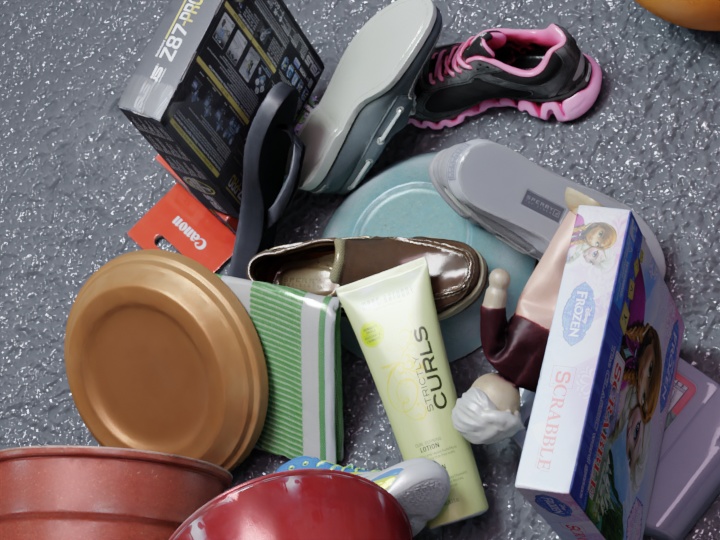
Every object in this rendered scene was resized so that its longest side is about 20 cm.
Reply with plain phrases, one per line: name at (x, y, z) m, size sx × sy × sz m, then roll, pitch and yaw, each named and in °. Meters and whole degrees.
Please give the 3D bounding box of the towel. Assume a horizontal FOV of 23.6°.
towel at (-0.103, 0.075, 1.416) m, size 0.198 × 0.023 × 0.154 m, roll 10°, pitch 113°, yaw 27°

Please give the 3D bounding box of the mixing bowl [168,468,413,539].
mixing bowl at (-0.042, 0.252, 1.226) m, size 0.199 × 0.201 × 0.109 m, roll -31°, pitch 40°, yaw 5°

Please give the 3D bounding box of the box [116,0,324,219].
box at (-0.108, -0.153, 1.417) m, size 0.049 × 0.200 × 0.162 m, roll 18°, pitch 76°, yaw 23°

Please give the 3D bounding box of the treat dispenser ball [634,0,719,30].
treat dispenser ball at (0.285, -0.293, 1.377) m, size 0.199 × 0.201 × 0.203 m, roll -9°, pitch 62°, yaw 18°

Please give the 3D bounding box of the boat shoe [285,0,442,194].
boat shoe at (0.013, -0.146, 1.464) m, size 0.201 × 0.061 × 0.073 m, roll -53°, pitch 43°, yaw 21°

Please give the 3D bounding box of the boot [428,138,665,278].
boot at (0.146, -0.044, 1.373) m, size 0.199 × 0.096 × 0.074 m, roll 33°, pitch 87°, yaw -14°

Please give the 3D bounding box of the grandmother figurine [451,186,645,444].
grandmother figurine at (0.138, 0.045, 1.300) m, size 0.121 × 0.061 × 0.201 m, roll 34°, pitch 89°, yaw -6°

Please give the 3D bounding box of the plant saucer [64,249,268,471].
plant saucer at (-0.168, 0.085, 1.414) m, size 0.199 × 0.037 × 0.202 m, roll 8°, pitch 106°, yaw 28°

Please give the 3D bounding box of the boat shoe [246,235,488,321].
boat shoe at (0.000, 0.006, 1.379) m, size 0.201 × 0.075 × 0.075 m, roll -7°, pitch 70°, yaw 26°

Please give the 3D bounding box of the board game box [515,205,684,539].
board game box at (0.172, 0.089, 1.200) m, size 0.041 × 0.200 × 0.202 m, roll 6°, pitch 69°, yaw 24°

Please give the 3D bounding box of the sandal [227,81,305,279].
sandal at (-0.071, -0.066, 1.448) m, size 0.042 × 0.202 × 0.076 m, roll 17°, pitch 31°, yaw 12°

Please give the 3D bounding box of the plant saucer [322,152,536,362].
plant saucer at (0.047, -0.018, 1.439) m, size 0.199 × 0.039 × 0.203 m, roll -9°, pitch 62°, yaw 18°

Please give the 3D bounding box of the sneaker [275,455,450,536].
sneaker at (-0.020, 0.172, 1.329) m, size 0.199 × 0.075 × 0.106 m, roll -35°, pitch 49°, yaw 27°

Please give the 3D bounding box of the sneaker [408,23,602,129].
sneaker at (0.100, -0.174, 1.462) m, size 0.198 × 0.095 × 0.080 m, roll -3°, pitch 66°, yaw 23°

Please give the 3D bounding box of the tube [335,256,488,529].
tube at (0.044, 0.097, 1.333) m, size 0.058 × 0.052 × 0.202 m, roll -13°, pitch 82°, yaw -29°

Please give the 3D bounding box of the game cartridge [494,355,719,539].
game cartridge at (0.192, 0.112, 1.318) m, size 0.200 × 0.041 × 0.133 m, roll 36°, pitch 86°, yaw 32°

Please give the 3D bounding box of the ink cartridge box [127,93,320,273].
ink cartridge box at (-0.120, -0.087, 1.536) m, size 0.200 × 0.050 × 0.109 m, roll -47°, pitch 58°, yaw -5°

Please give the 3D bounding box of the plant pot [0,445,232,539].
plant pot at (-0.204, 0.251, 1.334) m, size 0.199 × 0.201 × 0.197 m, roll -4°, pitch 72°, yaw 21°
